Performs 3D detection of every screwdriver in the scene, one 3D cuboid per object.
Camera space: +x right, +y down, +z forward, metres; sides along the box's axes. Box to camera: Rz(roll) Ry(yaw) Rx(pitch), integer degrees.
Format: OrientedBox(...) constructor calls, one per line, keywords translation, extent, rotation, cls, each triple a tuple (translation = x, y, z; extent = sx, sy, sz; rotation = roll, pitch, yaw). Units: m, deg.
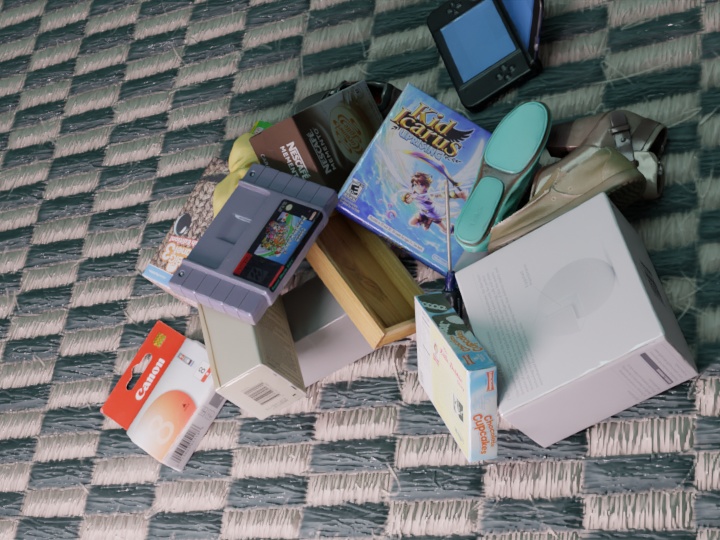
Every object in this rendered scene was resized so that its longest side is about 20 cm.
OrientedBox(translation=(0.112, -0.015, 1.591), extent=(0.028, 0.029, 0.200), rotation=(-134, 43, -67), cls="screwdriver")

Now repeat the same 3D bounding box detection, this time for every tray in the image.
OrientedBox(translation=(0.000, 0.000, 1.626), extent=(0.200, 0.099, 0.037), rotation=(54, 136, 20), cls="tray")

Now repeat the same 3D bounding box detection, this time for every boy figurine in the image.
OrientedBox(translation=(-0.161, -0.087, 1.739), extent=(0.124, 0.064, 0.200), rotation=(-32, 41, 52), cls="boy figurine")

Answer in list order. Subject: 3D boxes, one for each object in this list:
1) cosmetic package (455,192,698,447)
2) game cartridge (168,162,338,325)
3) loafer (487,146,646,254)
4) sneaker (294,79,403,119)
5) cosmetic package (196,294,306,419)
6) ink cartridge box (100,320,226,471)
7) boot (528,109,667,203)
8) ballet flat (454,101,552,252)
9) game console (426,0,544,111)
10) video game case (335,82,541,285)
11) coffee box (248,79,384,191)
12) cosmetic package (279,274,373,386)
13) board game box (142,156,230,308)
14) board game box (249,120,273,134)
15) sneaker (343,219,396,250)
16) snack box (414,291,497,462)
OrientedBox(translation=(0.239, 0.058, 1.471), extent=(0.200, 0.123, 0.200), rotation=(-28, 53, 18), cls="cosmetic package")
OrientedBox(translation=(-0.126, -0.036, 1.582), extent=(0.129, 0.038, 0.200), rotation=(17, 61, 29), cls="game cartridge")
OrientedBox(translation=(0.234, -0.075, 1.520), extent=(0.200, 0.076, 0.068), rotation=(-28, 56, 17), cls="loafer")
OrientedBox(translation=(-0.019, -0.243, 1.846), extent=(0.200, 0.082, 0.077), rotation=(-1, 65, 34), cls="sneaker")
OrientedBox(translation=(-0.139, 0.070, 1.602), extent=(0.073, 0.104, 0.200), rotation=(-30, 50, 15), cls="cosmetic package")
OrientedBox(translation=(-0.276, 0.163, 1.820), extent=(0.200, 0.050, 0.162), rotation=(27, 82, 38), cls="ink cartridge box")
OrientedBox(translation=(0.286, -0.101, 1.570), extent=(0.146, 0.070, 0.200), rotation=(8, 80, 27), cls="boot")
OrientedBox(translation=(0.174, -0.111, 1.588), extent=(0.067, 0.070, 0.200), rotation=(26, 86, 23), cls="ballet flat")
OrientedBox(translation=(0.163, -0.347, 1.755), extent=(0.171, 0.118, 0.200), rotation=(-31, 51, 16), cls="game console")
OrientedBox(translation=(0.096, -0.106, 1.639), extent=(0.200, 0.045, 0.181), rotation=(31, 83, 1), cls="video game case")
OrientedBox(translation=(-0.044, -0.163, 1.720), extent=(0.080, 0.114, 0.200), rotation=(-22, 10, 34), cls="coffee box")
OrientedBox(translation=(-0.076, 0.087, 1.686), extent=(0.200, 0.107, 0.090), rotation=(-31, 52, 15), cls="cosmetic package")
OrientedBox(translation=(-0.180, -0.036, 1.832), extent=(0.159, 0.097, 0.200), rotation=(21, 78, 40), cls="board game box")
OrientedBox(translation=(-0.102, -0.154, 1.891), extent=(0.200, 0.030, 0.096), rotation=(23, 79, 38), cls="board game box")
OrientedBox(translation=(0.059, -0.082, 1.699), extent=(0.200, 0.086, 0.080), rotation=(-28, 53, 19), cls="sneaker")
OrientedBox(translation=(0.107, 0.117, 1.494), extent=(0.037, 0.116, 0.200), rotation=(-9, 25, -11), cls="snack box")
